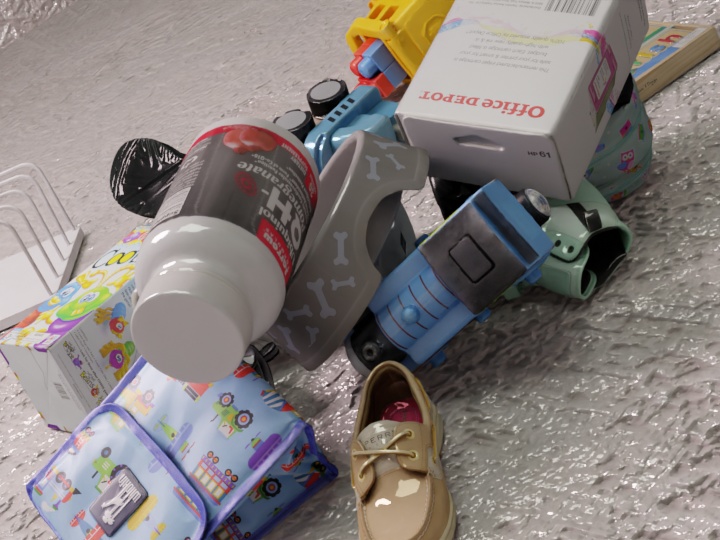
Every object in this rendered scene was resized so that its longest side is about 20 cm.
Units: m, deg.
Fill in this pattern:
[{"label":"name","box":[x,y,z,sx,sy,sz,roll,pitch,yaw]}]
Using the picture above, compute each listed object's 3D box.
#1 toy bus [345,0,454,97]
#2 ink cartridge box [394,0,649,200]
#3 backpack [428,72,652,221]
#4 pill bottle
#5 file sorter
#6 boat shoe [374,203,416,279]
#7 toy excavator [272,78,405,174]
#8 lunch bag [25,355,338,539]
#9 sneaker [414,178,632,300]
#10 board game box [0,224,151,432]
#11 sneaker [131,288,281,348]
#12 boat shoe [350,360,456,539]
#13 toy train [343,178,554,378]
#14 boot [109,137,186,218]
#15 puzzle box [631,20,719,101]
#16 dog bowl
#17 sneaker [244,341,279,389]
[{"label":"toy bus","box":[0.049,-0.295,1.719,0.192,0.136,0.200,-46,25,-6]},{"label":"ink cartridge box","box":[0.137,-0.167,1.134,0.143,0.085,0.201,12,58,29]},{"label":"backpack","box":[0.160,-0.116,1.225,0.198,0.127,0.168,-21,45,10]},{"label":"pill bottle","box":[-0.100,-0.015,0.994,0.110,0.111,0.201,-15,34,23]},{"label":"file sorter","box":[-0.435,-0.027,1.647,0.137,0.125,0.200,-22,24,8]},{"label":"boat shoe","box":[0.000,0.000,1.234,0.090,0.071,0.200,-24,15,13]},{"label":"toy excavator","box":[0.034,-0.148,1.481,0.198,0.101,0.195,14,46,37]},{"label":"lunch bag","box":[-0.143,0.156,1.004,0.200,0.094,0.150,-44,58,-12]},{"label":"sneaker","box":[0.124,-0.002,1.108,0.199,0.074,0.118,-33,32,-3]},{"label":"board game box","box":[-0.228,0.053,1.307,0.102,0.106,0.200,1,36,47]},{"label":"sneaker","box":[-0.112,0.036,1.200,0.198,0.079,0.099,-2,4,17]},{"label":"boat shoe","box":[0.021,0.133,0.944,0.073,0.070,0.201,-22,24,10]},{"label":"toy train","box":[0.063,0.013,1.044,0.200,0.087,0.114,-42,-6,21]},{"label":"boot","box":[-0.138,-0.070,1.386,0.199,0.167,0.077,14,86,40]},{"label":"puzzle box","box":[0.260,-0.201,1.421,0.199,0.026,0.133,-35,25,-17]},{"label":"dog bowl","box":[-0.020,-0.022,1.090,0.201,0.058,0.200,-57,12,19]},{"label":"sneaker","box":[-0.130,0.119,1.114,0.113,0.076,0.201,-14,27,23]}]
